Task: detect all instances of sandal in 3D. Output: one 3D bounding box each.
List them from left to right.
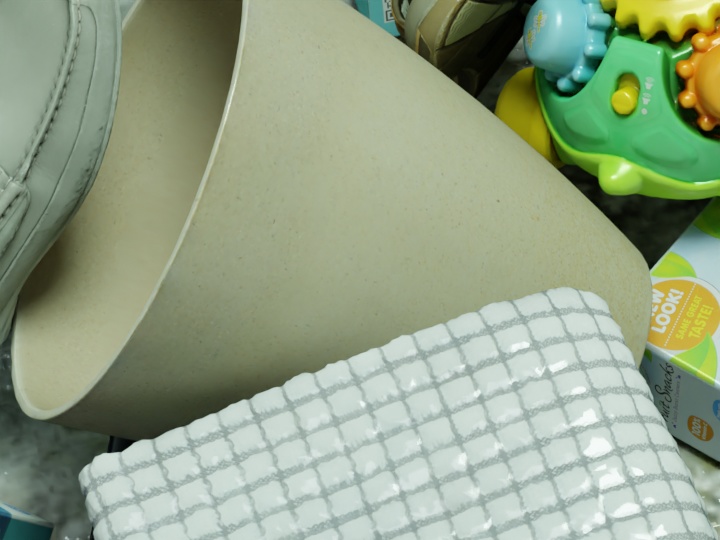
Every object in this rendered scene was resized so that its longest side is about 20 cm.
[{"bbox_3d":[0.039,-0.110,1.126,0.054,0.200,0.080,37,95,8],"label":"sandal"}]

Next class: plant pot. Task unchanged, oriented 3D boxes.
[{"bbox_3d":[0.000,0.000,1.044,0.200,0.187,0.188,23,48,-21],"label":"plant pot"}]

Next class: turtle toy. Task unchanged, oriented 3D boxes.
[{"bbox_3d":[0.139,-0.111,1.108,0.145,0.101,0.200,17,62,27],"label":"turtle toy"}]

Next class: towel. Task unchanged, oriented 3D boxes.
[{"bbox_3d":[0.021,0.115,0.939,0.200,0.086,0.166,-22,56,1],"label":"towel"}]

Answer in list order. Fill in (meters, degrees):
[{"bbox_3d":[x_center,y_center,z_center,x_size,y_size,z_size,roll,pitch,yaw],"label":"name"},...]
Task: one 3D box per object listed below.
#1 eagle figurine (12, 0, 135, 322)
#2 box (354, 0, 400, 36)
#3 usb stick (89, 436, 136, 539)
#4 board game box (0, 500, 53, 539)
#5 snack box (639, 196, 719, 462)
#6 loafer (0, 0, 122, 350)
[{"bbox_3d":[-0.162,-0.080,1.145,0.151,0.152,0.200,-41,33,16],"label":"eagle figurine"},{"bbox_3d":[0.017,-0.193,1.271,0.082,0.049,0.200,-13,48,-7],"label":"box"},{"bbox_3d":[-0.070,0.070,1.088,0.055,0.033,0.200,3,52,6],"label":"usb stick"},{"bbox_3d":[-0.230,0.067,1.021,0.200,0.151,0.047,22,86,18],"label":"board game box"},{"bbox_3d":[0.208,0.002,1.115,0.142,0.053,0.200,29,58,25],"label":"snack box"},{"bbox_3d":[-0.147,-0.026,1.031,0.070,0.200,0.070,35,19,33],"label":"loafer"}]
